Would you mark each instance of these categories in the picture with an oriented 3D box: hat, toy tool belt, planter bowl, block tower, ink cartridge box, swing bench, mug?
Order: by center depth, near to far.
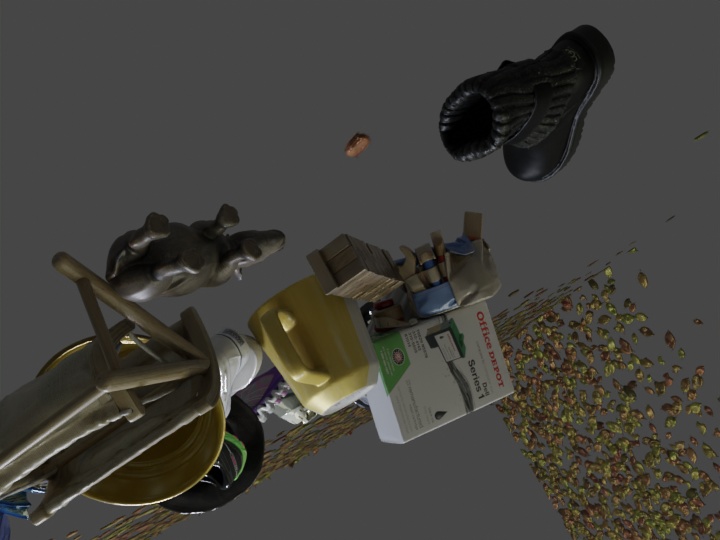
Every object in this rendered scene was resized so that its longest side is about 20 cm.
[{"bbox_3d":[-0.243,0.113,0.692,0.198,0.131,0.200,-34,154,9],"label":"swing bench"},{"bbox_3d":[-0.239,0.139,0.864,0.199,0.201,0.084,-32,-159,7],"label":"planter bowl"},{"bbox_3d":[0.000,0.000,1.035,0.057,0.054,0.200,-35,166,14],"label":"block tower"},{"bbox_3d":[-0.062,0.106,1.065,0.185,0.154,0.149,-17,162,-42],"label":"mug"},{"bbox_3d":[0.096,0.000,1.170,0.197,0.125,0.125,-18,-179,0],"label":"toy tool belt"},{"bbox_3d":[0.105,0.140,1.170,0.198,0.148,0.084,-19,-179,-25],"label":"ink cartridge box"},{"bbox_3d":[-0.241,0.268,1.255,0.199,0.202,0.081,-30,-175,0],"label":"hat"}]

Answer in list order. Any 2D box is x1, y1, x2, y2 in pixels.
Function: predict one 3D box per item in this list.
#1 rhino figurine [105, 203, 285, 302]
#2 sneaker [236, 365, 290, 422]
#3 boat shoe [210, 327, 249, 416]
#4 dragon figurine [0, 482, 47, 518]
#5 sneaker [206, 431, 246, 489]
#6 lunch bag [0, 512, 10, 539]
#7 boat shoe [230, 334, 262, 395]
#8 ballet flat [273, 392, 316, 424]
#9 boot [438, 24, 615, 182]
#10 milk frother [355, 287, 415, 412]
[{"bbox_3d":[-0.131,-0.015,0.696,0.087,0.061,0.199,-27,172,30],"label":"rhino figurine"},{"bbox_3d":[-0.181,0.209,1.342,0.201,0.088,0.081,-51,171,-15],"label":"sneaker"},{"bbox_3d":[-0.203,0.154,1.056,0.065,0.073,0.201,-47,165,-48],"label":"boat shoe"},{"bbox_3d":[-0.357,0.218,0.863,0.059,0.199,0.100,-49,-163,29],"label":"dragon figurine"},{"bbox_3d":[-0.255,0.249,1.151,0.198,0.085,0.077,24,141,-14],"label":"sneaker"},{"bbox_3d":[-0.490,0.347,0.956,0.134,0.134,0.200,6,153,-15],"label":"lunch bag"},{"bbox_3d":[-0.178,0.137,1.121,0.069,0.072,0.201,-46,174,-46],"label":"boat shoe"},{"bbox_3d":[-0.135,0.299,1.767,0.067,0.064,0.200,-33,166,9],"label":"ballet flat"},{"bbox_3d":[0.146,-0.137,0.804,0.157,0.080,0.212,-32,157,-23],"label":"boot"},{"bbox_3d":[0.012,0.093,1.247,0.190,0.179,0.200,-61,143,-20],"label":"milk frother"}]
